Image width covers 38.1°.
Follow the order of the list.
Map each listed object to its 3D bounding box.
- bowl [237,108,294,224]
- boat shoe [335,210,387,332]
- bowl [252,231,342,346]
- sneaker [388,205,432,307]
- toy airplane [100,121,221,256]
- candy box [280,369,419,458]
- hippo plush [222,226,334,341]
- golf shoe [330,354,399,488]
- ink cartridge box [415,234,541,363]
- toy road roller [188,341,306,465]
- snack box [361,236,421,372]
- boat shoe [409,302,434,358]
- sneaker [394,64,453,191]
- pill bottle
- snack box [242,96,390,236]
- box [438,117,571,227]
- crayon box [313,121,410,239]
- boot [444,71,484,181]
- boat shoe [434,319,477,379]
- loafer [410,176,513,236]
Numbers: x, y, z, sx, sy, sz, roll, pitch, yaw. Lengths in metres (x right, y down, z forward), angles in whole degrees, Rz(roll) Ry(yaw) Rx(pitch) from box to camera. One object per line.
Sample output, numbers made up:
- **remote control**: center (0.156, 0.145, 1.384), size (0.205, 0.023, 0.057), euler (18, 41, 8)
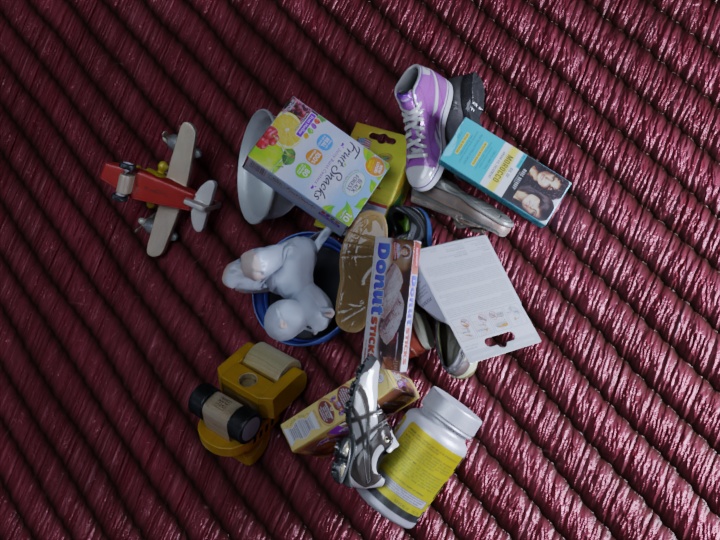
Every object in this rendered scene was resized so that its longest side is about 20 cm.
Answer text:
- **bowl**: center (-0.142, -0.179, 1.835), size (0.201, 0.090, 0.202), euler (-177, 90, -65)
- **boat shoe**: center (0.000, 0.000, 1.712), size (0.073, 0.069, 0.201), euler (14, 93, 4)
- **bowl**: center (-0.091, 0.034, 1.805), size (0.200, 0.039, 0.201), euler (-7, 73, 22)
- **sneaker**: center (0.084, -0.023, 1.702), size (0.071, 0.083, 0.200), euler (-42, 47, 37)
- **toy airplane**: center (-0.351, -0.150, 1.930), size (0.199, 0.141, 0.200), euler (-28, 104, 5)
- **candy box**: center (-0.015, 0.226, 1.676), size (0.200, 0.117, 0.057), euler (-35, 65, 12)
- **hippo plush**: center (-0.117, 0.037, 1.739), size (0.199, 0.159, 0.161), euler (-21, 84, -27)
- **golf shoe**: center (0.017, 0.229, 1.570), size (0.094, 0.078, 0.201), euler (12, 89, 4)
- **ink cartridge box**: center (0.170, 0.048, 1.628), size (0.057, 0.162, 0.201), euler (-42, 66, 50)
- **toy road roller**: center (-0.188, 0.233, 1.765), size (0.123, 0.146, 0.200), euler (25, 50, 27)
- **snack box**: center (0.047, 0.051, 1.596), size (0.072, 0.024, 0.201), euler (6, 90, 33)
- **boat shoe**: center (0.062, 0.051, 1.719), size (0.062, 0.071, 0.201), euler (-28, 65, 23)
- **sneaker**: center (0.087, -0.237, 1.703), size (0.072, 0.114, 0.201), euler (-3, 76, 36)
- **pill bottle**: center (0.092, 0.286, 1.614), size (0.114, 0.114, 0.200), euler (37, 93, 27)
- **snack box**: center (-0.072, -0.172, 1.712), size (0.200, 0.053, 0.142), euler (35, 65, -4)
- **box**: center (0.229, -0.156, 1.669), size (0.200, 0.049, 0.082), euler (32, 90, 3)
- **crayon box**: center (0.016, -0.144, 1.801), size (0.127, 0.051, 0.201), euler (20, 85, 26)
- **boot**: center (0.140, -0.237, 1.774), size (0.131, 0.070, 0.201), euler (-5, 67, 29)
- **boat shoe**: center (0.154, 0.071, 1.673), size (0.073, 0.065, 0.201), euler (-11, 70, 23)
- **loafer**: center (0.165, -0.099, 1.722), size (0.200, 0.072, 0.063), euler (36, 108, 33)
